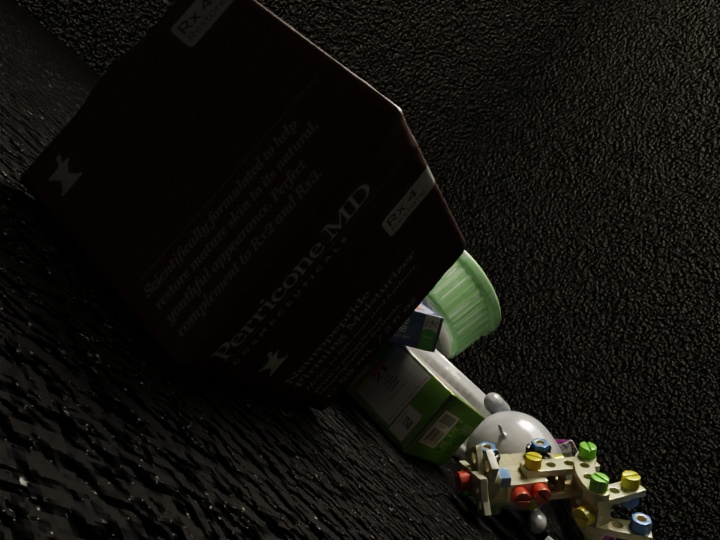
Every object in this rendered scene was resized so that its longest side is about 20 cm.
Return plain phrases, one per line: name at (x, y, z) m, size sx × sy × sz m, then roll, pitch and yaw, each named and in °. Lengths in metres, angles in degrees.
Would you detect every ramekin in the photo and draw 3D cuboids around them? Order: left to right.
ramekin at (0.111, 0.179, 0.995) m, size 0.202 × 0.094 × 0.202 m, roll 42°, pitch -1°, yaw 1°
ramekin at (0.124, 0.048, 1.092) m, size 0.200 × 0.097 × 0.201 m, roll 45°, pitch -22°, yaw 23°

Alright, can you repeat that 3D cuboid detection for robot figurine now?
robot figurine at (0.194, 0.239, 0.832) m, size 0.200 × 0.112 × 0.172 m, roll 43°, pitch 25°, yaw -63°

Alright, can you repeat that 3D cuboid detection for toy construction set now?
toy construction set at (0.177, 0.219, 0.665) m, size 0.197 × 0.094 × 0.131 m, roll 12°, pitch 14°, yaw -14°

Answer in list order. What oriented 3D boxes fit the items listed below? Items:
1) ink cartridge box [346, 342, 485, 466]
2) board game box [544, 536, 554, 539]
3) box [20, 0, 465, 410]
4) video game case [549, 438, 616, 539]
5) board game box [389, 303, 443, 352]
ink cartridge box at (0.027, 0.109, 0.729) m, size 0.200 × 0.076 × 0.148 m, roll 43°, pitch 0°, yaw 30°
board game box at (0.261, 0.351, 0.655) m, size 0.200 × 0.035 × 0.126 m, roll 43°, pitch -1°, yaw -32°
box at (-0.057, -0.034, 0.426) m, size 0.164 × 0.166 × 0.200 m, roll 42°, pitch 0°, yaw 24°
video game case at (0.307, 0.336, 0.966) m, size 0.200 × 0.035 × 0.184 m, roll 74°, pitch -5°, yaw -77°
board game box at (-0.032, 0.025, 0.641) m, size 0.197 × 0.035 × 0.135 m, roll 15°, pitch 4°, yaw -11°
